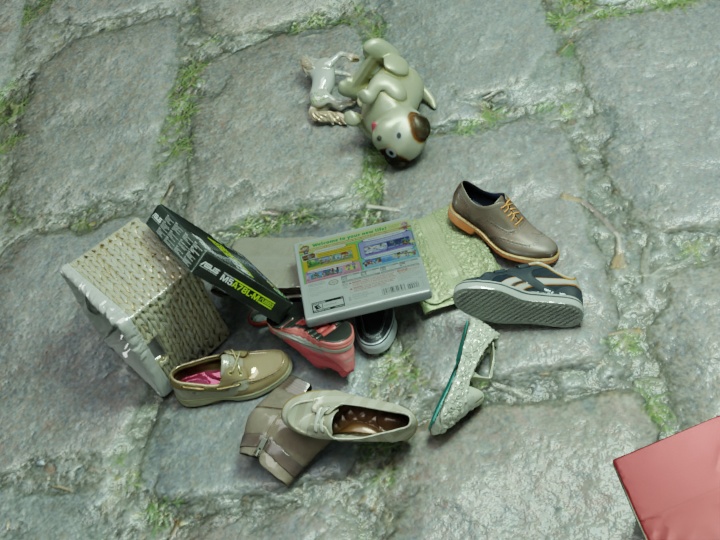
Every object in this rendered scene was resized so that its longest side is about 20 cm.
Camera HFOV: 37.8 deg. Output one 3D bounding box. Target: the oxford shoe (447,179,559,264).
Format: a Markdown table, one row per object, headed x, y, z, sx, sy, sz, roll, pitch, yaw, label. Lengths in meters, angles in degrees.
| x | y | z | sx | sy | sz | roll | pitch | yaw | label |
| --- | --- | --- | --- | --- | --- | --- | --- | --- | --- |
| 0.231 | -0.076 | 1.680 | 0.198 | 0.073 | 0.071 | 28 | 45 | 16 | oxford shoe |

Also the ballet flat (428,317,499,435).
| x | y | z | sx | sy | sz | roll | pitch | yaw | label |
| --- | --- | --- | --- | --- | --- | --- | --- | --- | --- |
| 0.159 | 0.158 | 1.542 | 0.071 | 0.072 | 0.202 | 8 | 55 | 24 | ballet flat |

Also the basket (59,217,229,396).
| x | y | z | sx | sy | sz | roll | pitch | yaw | label |
| --- | --- | --- | --- | --- | --- | --- | --- | --- | --- |
| -0.346 | 0.057 | 1.708 | 0.160 | 0.199 | 0.199 | -40 | 50 | -18 | basket |

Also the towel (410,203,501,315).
| x | y | z | sx | sy | sz | roll | pitch | yaw | label |
| --- | --- | --- | --- | --- | --- | --- | --- | --- | --- |
| 0.139 | -0.025 | 1.717 | 0.147 | 0.037 | 0.201 | -21 | 48 | -1 | towel |

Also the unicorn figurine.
| x | y | z | sx | sy | sz | roll | pitch | yaw | label |
| --- | --- | --- | --- | --- | --- | --- | --- | --- | --- |
| -0.063 | -0.372 | 2.047 | 0.135 | 0.074 | 0.202 | -2 | 51 | 17 | unicorn figurine |

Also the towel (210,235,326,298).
| x | y | z | sx | sy | sz | roll | pitch | yaw | label |
| --- | --- | --- | --- | --- | --- | --- | --- | --- | --- |
| -0.146 | -0.006 | 1.793 | 0.197 | 0.035 | 0.133 | 1 | 43 | 22 | towel |

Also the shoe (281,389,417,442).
| x | y | z | sx | sy | sz | roll | pitch | yaw | label |
| --- | --- | --- | --- | --- | --- | --- | --- | --- | --- |
| -0.017 | 0.207 | 1.494 | 0.197 | 0.053 | 0.071 | 3 | 84 | 4 | shoe |

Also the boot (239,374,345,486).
| x | y | z | sx | sy | sz | roll | pitch | yaw | label |
| --- | --- | --- | --- | --- | --- | --- | --- | --- | --- |
| -0.077 | 0.250 | 1.552 | 0.198 | 0.070 | 0.147 | 23 | 71 | 24 | boot |

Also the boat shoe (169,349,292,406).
| x | y | z | sx | sy | sz | roll | pitch | yaw | label |
| --- | --- | --- | --- | --- | --- | --- | --- | --- | --- |
| -0.207 | 0.162 | 1.658 | 0.197 | 0.070 | 0.074 | -16 | 48 | 6 | boat shoe |

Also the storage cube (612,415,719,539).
| x | y | z | sx | sy | sz | roll | pitch | yaw | label |
| --- | --- | --- | --- | --- | --- | --- | --- | --- | --- |
| 0.426 | 0.300 | 1.248 | 0.178 | 0.201 | 0.172 | -23 | 48 | 7 | storage cube |

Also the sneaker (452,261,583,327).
| x | y | z | sx | sy | sz | roll | pitch | yaw | label |
| --- | --- | --- | --- | --- | --- | --- | --- | --- | --- |
| 0.239 | 0.033 | 1.598 | 0.197 | 0.079 | 0.080 | 9 | 49 | 0 | sneaker |

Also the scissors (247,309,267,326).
| x | y | z | sx | sy | sz | roll | pitch | yaw | label |
| --- | --- | --- | --- | --- | --- | --- | --- | --- | --- |
| -0.101 | 0.079 | 1.728 | 0.198 | 0.014 | 0.074 | 13 | 55 | 30 | scissors |

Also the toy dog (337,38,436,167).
| x | y | z | sx | sy | sz | roll | pitch | yaw | label |
| --- | --- | --- | --- | --- | --- | --- | --- | --- | --- |
| 0.058 | -0.282 | 1.902 | 0.139 | 0.192 | 0.202 | -42 | 42 | 33 | toy dog |

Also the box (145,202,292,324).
| x | y | z | sx | sy | sz | roll | pitch | yaw | label |
| --- | --- | --- | --- | --- | --- | --- | --- | --- | --- |
| -0.222 | -0.012 | 1.647 | 0.048 | 0.193 | 0.200 | -52 | 39 | 1 | box |

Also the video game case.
| x | y | z | sx | sy | sz | roll | pitch | yaw | label |
| --- | --- | --- | --- | --- | --- | --- | --- | --- | --- |
| 0.000 | 0.000 | 1.660 | 0.197 | 0.022 | 0.183 | -14 | 43 | 0 | video game case |

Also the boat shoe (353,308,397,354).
| x | y | z | sx | sy | sz | roll | pitch | yaw | label |
| --- | --- | --- | --- | --- | --- | --- | --- | --- | --- |
| 0.021 | 0.037 | 1.684 | 0.071 | 0.068 | 0.202 | -5 | 50 | 15 | boat shoe |

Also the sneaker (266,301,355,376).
| x | y | z | sx | sy | sz | roll | pitch | yaw | label |
| --- | --- | --- | --- | --- | --- | --- | --- | --- | --- |
| -0.080 | 0.114 | 1.649 | 0.073 | 0.088 | 0.199 | -30 | 31 | -30 | sneaker |
